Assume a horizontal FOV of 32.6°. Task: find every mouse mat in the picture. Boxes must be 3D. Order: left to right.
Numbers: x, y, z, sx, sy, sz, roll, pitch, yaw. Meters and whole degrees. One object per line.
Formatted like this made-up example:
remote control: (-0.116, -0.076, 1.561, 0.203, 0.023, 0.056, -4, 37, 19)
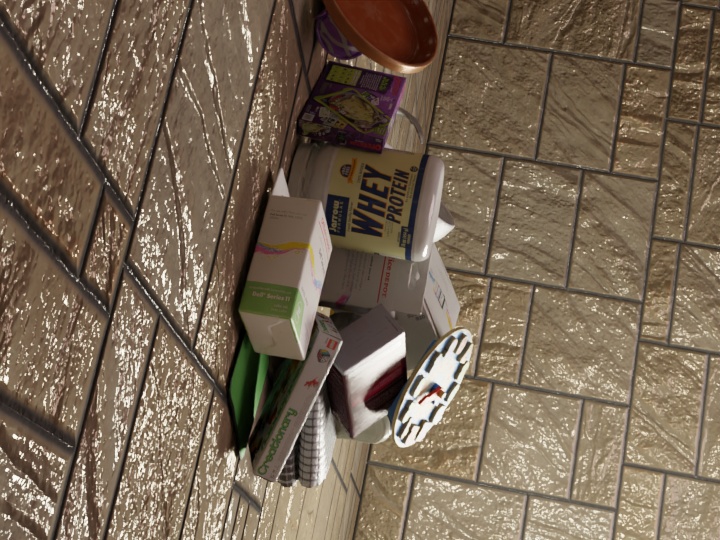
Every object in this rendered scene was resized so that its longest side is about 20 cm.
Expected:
mouse mat: (-0.140, 0.129, 1.567, 0.201, 0.007, 0.162, 89, 12, -53)

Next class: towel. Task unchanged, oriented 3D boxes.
towel: (-0.086, 0.207, 1.826, 0.200, 0.084, 0.168, -75, 166, -73)

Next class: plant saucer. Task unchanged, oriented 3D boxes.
plant saucer: (0.019, -0.342, 1.614, 0.032, 0.200, 0.201, -37, -156, 36)

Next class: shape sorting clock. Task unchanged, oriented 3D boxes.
shape sorting clock: (0.109, 0.175, 1.827, 0.200, 0.039, 0.201, -43, 153, -27)

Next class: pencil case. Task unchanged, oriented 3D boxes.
pencil case: (-0.007, -0.374, 1.702, 0.086, 0.083, 0.201, 50, 32, -28)

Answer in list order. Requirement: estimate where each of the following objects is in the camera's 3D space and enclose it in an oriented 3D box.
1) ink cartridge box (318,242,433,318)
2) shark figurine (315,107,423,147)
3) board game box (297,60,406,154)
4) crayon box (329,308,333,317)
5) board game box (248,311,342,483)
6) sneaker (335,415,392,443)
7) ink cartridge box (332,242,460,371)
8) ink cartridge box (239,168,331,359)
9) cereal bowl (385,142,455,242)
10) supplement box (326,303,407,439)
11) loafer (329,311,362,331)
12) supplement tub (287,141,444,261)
ink cartridge box: (0.000, 0.000, 1.758, 0.067, 0.197, 0.119, 68, 32, -78)
shark figurine: (-0.011, -0.213, 1.812, 0.089, 0.213, 0.129, 17, -45, 60)
board game box: (-0.009, -0.229, 1.708, 0.201, 0.119, 0.033, -70, 168, -56)
crayon box: (-0.048, -0.036, 1.945, 0.126, 0.051, 0.203, -49, 147, -78)
board game box: (-0.086, 0.158, 1.577, 0.202, 0.034, 0.126, -65, -168, 5)
sneaker: (-0.016, 0.229, 1.962, 0.084, 0.198, 0.076, -12, 110, -49)
ink cartridge box: (0.059, 0.058, 1.949, 0.200, 0.146, 0.146, -64, 132, -66)
ink cartridge box: (-0.084, -0.009, 1.496, 0.117, 0.066, 0.202, 78, 22, -61)
cereal bowl: (0.055, -0.114, 1.935, 0.083, 0.200, 0.200, -44, -178, 13)
supplement box: (0.008, 0.146, 1.748, 0.108, 0.061, 0.201, -32, 149, -18)
loafer: (-0.008, 0.137, 1.832, 0.201, 0.069, 0.071, 85, 7, -52)
supplement tub: (0.007, -0.098, 1.674, 0.145, 0.197, 0.147, 10, 90, -84)
